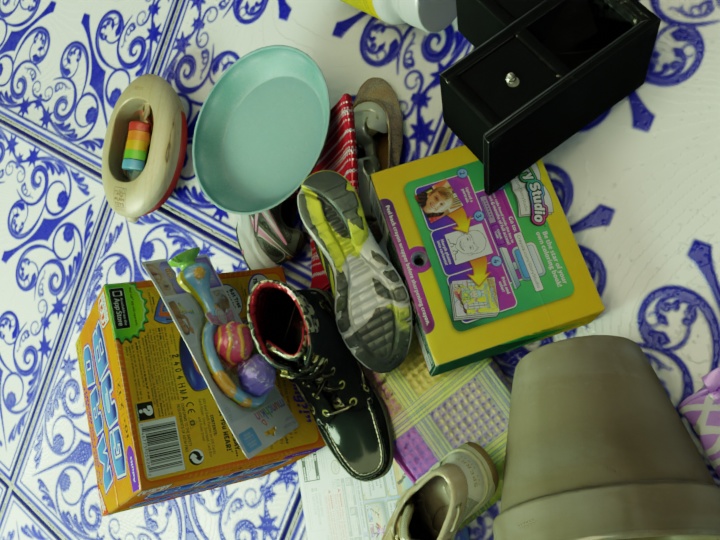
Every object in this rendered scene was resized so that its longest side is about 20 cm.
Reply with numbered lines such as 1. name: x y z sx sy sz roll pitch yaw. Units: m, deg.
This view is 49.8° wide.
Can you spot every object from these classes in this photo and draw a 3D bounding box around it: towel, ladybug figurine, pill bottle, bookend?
1. towel: 0.085 0.141 0.788 0.143 0.023 0.201 -38 74 3
2. ladybug figurine: -0.293 -0.165 1.074 0.134 0.072 0.204 12 90 32
3. pill bottle: 0.022 -0.350 0.878 0.199 0.114 0.116 36 102 30
4. bookend: 0.142 -0.217 0.754 0.197 0.092 0.201 -34 64 -7
5. towel: -0.034 -0.079 0.884 0.144 0.022 0.204 157 111 -67

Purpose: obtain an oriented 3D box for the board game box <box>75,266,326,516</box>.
1. board game box: -0.184 0.134 0.854 0.200 0.197 0.203 -40 61 54

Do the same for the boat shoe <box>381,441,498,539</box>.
1. boat shoe: 0.056 0.239 0.728 0.072 0.064 0.201 51 132 26

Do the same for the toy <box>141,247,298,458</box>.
1. toy: -0.118 0.065 0.739 0.047 0.115 0.202 -35 82 19

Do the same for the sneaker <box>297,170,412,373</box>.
1. sneaker: 0.000 0.000 0.765 0.073 0.085 0.203 -19 87 2

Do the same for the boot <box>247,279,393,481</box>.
1. boot: -0.039 0.105 0.731 0.073 0.154 0.206 -24 76 8

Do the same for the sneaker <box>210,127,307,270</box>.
1. sneaker: -0.118 -0.098 0.967 0.085 0.080 0.203 -24 79 14

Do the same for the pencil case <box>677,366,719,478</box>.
1. pencil case: 0.343 0.175 0.630 0.084 0.085 0.202 -39 65 20

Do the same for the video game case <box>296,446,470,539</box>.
1. video game case: 0.022 0.254 0.840 0.179 0.045 0.204 -17 75 28

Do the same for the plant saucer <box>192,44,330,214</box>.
1. plant saucer: -0.109 -0.159 0.900 0.197 0.036 0.204 -8 74 30

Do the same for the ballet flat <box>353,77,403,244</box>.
1. ballet flat: 0.013 -0.132 0.883 0.067 0.067 0.204 -9 79 26

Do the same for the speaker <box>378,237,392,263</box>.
1. speaker: 0.011 0.054 0.853 0.081 0.081 0.202 41 106 29

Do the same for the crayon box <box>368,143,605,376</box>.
1. crayon box: 0.118 -0.021 0.764 0.170 0.058 0.203 -17 73 -6

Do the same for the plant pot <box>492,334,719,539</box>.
1. plant pot: 0.202 0.159 0.673 0.198 0.199 0.176 -22 57 27
